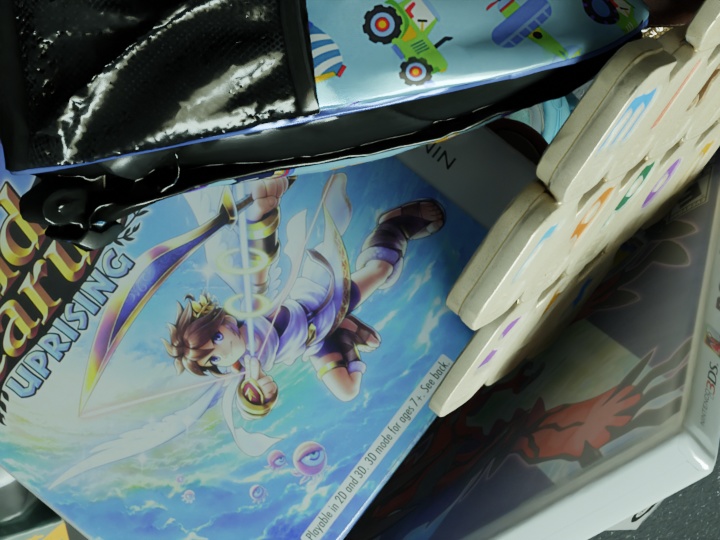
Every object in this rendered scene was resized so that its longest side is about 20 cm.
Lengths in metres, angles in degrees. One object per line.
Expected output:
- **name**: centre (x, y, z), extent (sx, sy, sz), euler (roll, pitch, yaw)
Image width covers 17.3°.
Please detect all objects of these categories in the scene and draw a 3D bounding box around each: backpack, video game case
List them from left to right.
- **video game case**: centre (-0.049, 0.003, 0.832), extent (0.200, 0.181, 0.045), euler (-52, 176, -1)
- **backpack**: centre (-0.020, -0.098, 0.722), extent (0.199, 0.135, 0.183), euler (-12, -170, -6)
- **video game case**: centre (0.055, 0.052, 0.864), extent (0.200, 0.023, 0.183), euler (-33, -159, 31)

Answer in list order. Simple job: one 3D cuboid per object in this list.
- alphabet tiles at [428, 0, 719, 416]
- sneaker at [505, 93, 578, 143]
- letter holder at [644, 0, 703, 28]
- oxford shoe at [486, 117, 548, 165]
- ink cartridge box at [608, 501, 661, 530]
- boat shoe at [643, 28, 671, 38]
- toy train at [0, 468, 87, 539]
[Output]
- **alphabet tiles**: centre (0.091, -0.041, 0.762), extent (0.196, 0.015, 0.200), euler (-56, 166, 24)
- **sneaker**: centre (-0.003, -0.028, 1.012), extent (0.200, 0.079, 0.095), euler (-44, 126, 17)
- **letter holder**: centre (0.128, -0.167, 0.788), extent (0.141, 0.101, 0.200), euler (-6, 162, -20)
- **oxford shoe**: centre (0.000, 0.000, 0.950), extent (0.199, 0.071, 0.075), euler (-28, 162, 23)
- **ink cartridge box**: centre (0.133, 0.072, 1.274), extent (0.199, 0.076, 0.137), euler (7, 129, -49)
- **boat shoe**: centre (0.109, -0.129, 0.964), extent (0.072, 0.073, 0.200), euler (-38, 150, 3)
- **toy train**: centre (-0.129, 0.124, 1.057), extent (0.113, 0.085, 0.201), euler (-19, 141, -13)
